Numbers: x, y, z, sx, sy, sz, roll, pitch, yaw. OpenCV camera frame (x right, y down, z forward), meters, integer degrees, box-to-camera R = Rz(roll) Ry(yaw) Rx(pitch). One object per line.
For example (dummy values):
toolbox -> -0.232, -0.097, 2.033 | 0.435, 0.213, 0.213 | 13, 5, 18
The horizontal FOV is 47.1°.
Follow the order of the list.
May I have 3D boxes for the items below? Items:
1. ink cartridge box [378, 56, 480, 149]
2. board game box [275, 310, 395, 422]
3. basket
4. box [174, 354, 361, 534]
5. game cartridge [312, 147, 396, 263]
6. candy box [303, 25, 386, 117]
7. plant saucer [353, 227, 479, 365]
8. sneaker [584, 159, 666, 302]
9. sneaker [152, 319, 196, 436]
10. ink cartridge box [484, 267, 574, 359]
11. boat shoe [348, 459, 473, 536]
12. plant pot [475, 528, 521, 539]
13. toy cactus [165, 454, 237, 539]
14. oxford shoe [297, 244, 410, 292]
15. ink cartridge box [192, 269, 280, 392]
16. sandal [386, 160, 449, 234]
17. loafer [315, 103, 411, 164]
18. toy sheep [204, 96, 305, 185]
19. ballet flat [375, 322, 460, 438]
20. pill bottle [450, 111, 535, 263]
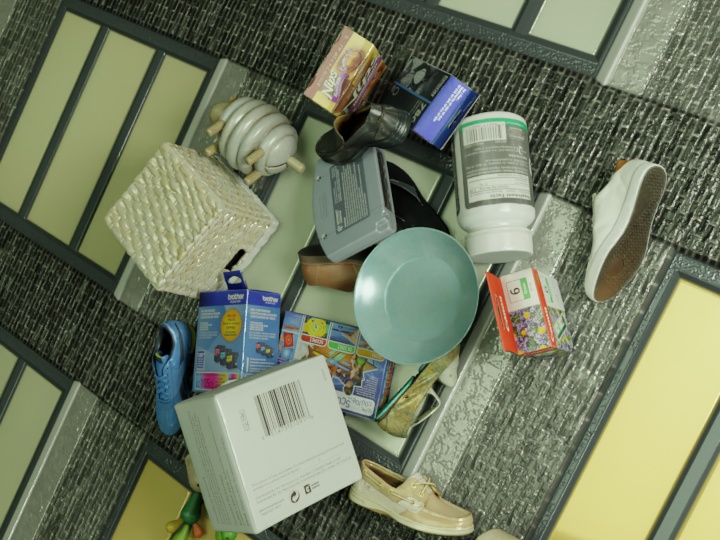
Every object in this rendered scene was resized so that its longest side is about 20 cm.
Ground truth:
ink cartridge box -> 0.098, -0.257, 1.246 | 0.100, 0.039, 0.200 | -54, 30, 8
board game box -> -0.044, 0.149, 1.310 | 0.200, 0.034, 0.136 | 12, 88, 28
basket -> -0.289, -0.084, 1.401 | 0.198, 0.161, 0.200 | -48, 63, 13
box -> -0.134, 0.251, 1.209 | 0.131, 0.199, 0.200 | -19, 89, 51
game cartridge -> -0.015, -0.113, 1.288 | 0.133, 0.041, 0.200 | -30, 50, 30
candy box -> -0.020, -0.295, 1.276 | 0.056, 0.200, 0.117 | 34, 98, 4
plant saucer -> 0.085, 0.039, 1.202 | 0.201, 0.039, 0.202 | -7, 76, 29
sneaker -> 0.350, -0.057, 1.141 | 0.085, 0.073, 0.200 | 34, 106, 57
sneaker -> -0.336, 0.186, 1.427 | 0.066, 0.078, 0.201 | 3, 85, 25
ink cartridge box -> 0.228, 0.057, 1.096 | 0.050, 0.200, 0.109 | -17, 75, 23
boat shoe -> 0.073, 0.328, 1.202 | 0.200, 0.074, 0.069 | 11, 93, 28
plant pot -> 0.217, 0.438, 1.064 | 0.183, 0.200, 0.201 | 28, 95, 39
toy cactus -> -0.255, 0.376, 1.357 | 0.200, 0.102, 0.165 | -47, 55, 22
oxford shoe -> 0.000, 0.000, 1.307 | 0.200, 0.071, 0.071 | 2, 113, 24
ink cartridge box -> -0.203, 0.103, 1.357 | 0.136, 0.076, 0.201 | -6, 77, 43
sandal -> 0.063, -0.108, 1.292 | 0.200, 0.043, 0.076 | 45, 102, 27
loafer -> -0.012, -0.215, 1.256 | 0.200, 0.072, 0.073 | -15, 60, 49
toy sheep -> -0.174, -0.218, 1.382 | 0.200, 0.138, 0.138 | 39, 100, 13
ballet flat -> 0.103, 0.167, 1.225 | 0.071, 0.071, 0.200 | 41, 100, 26
pill bottle -> 0.192, -0.117, 1.192 | 0.113, 0.113, 0.201 | -8, 79, 25
